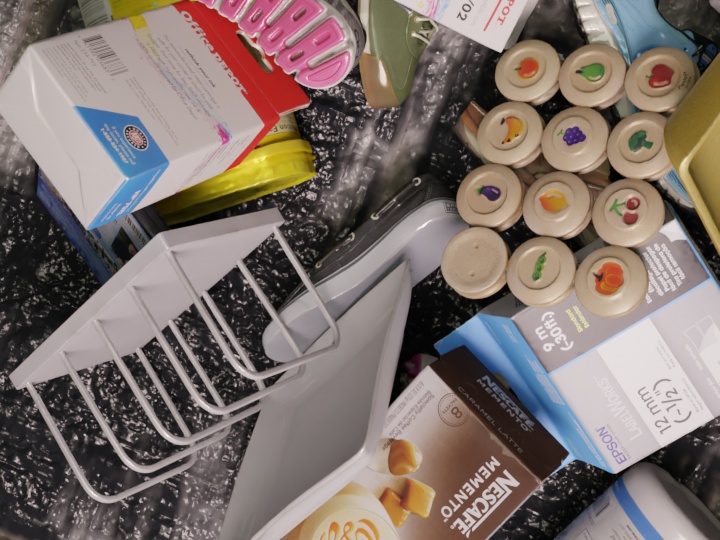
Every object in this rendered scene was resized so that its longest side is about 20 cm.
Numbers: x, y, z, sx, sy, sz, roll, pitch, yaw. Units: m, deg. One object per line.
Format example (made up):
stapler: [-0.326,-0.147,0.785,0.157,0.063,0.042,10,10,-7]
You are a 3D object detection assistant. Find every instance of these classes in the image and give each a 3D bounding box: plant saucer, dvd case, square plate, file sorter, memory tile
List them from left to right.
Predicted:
dvd case: [-0.204,-0.047,1.050,0.018,0.200,0.143,-34,83,-23]
file sorter: [-0.133,0.065,1.021,0.200,0.139,0.125,-40,78,32]
square plate: [-0.029,0.112,0.988,0.028,0.198,0.200,34,128,-15]
memory tile: [0.145,-0.069,0.949,0.153,0.017,0.200,10,76,29]
plant saucer: [0.283,-0.108,0.926,0.048,0.200,0.200,34,84,36]

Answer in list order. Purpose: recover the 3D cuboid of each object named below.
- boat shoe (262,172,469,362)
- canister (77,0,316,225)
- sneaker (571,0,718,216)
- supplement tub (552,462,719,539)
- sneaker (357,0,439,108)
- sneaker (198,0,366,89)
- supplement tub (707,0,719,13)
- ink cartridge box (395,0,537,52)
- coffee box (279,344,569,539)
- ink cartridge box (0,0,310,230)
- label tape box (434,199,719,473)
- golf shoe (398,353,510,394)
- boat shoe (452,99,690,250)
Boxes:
boat shoe: [0.000,0.000,1.068,0.200,0.069,0.057,-37,50,18]
canister: [-0.133,-0.150,1.073,0.148,0.087,0.200,-17,88,12]
sneaker: [0.227,-0.137,0.999,0.090,0.078,0.200,-22,88,9]
supplement tub: [0.183,0.252,1.001,0.132,0.132,0.200,45,102,7]
sneaker: [0.049,-0.226,1.036,0.090,0.067,0.201,1,90,18]
sneaker: [-0.068,-0.213,1.001,0.200,0.087,0.074,45,111,8]
supplement tub: [0.249,-0.296,0.951,0.144,0.144,0.200,-41,84,11]
ink cartridge box: [0.069,-0.236,0.968,0.200,0.068,0.115,20,105,-28]
coffee box: [0.039,0.167,0.972,0.114,0.080,0.200,46,112,12]
ink cartridge box: [-0.142,-0.119,0.963,0.116,0.200,0.067,53,132,7]
label tape box: [0.174,0.064,0.976,0.200,0.066,0.143,-33,102,11]
golf shoe: [0.077,0.163,1.052,0.091,0.075,0.200,-2,103,-8]
boat shoe: [0.161,-0.065,1.024,0.200,0.076,0.074,40,95,0]
